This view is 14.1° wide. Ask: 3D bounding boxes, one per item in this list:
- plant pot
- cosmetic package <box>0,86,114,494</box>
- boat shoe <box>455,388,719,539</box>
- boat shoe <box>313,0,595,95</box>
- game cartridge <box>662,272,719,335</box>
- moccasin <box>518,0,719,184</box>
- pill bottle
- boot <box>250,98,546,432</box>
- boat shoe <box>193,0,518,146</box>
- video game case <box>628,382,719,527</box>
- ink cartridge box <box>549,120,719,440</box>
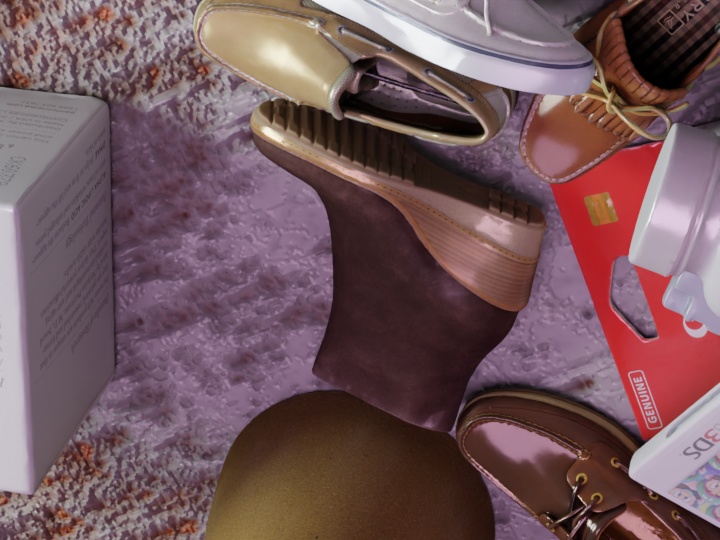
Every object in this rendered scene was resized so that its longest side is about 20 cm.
[{"bbox_3d":[-0.025,0.204,1.817,0.186,0.200,0.187,6,118,12],"label":"plant pot"},{"bbox_3d":[-0.254,0.006,1.798,0.165,0.165,0.200,8,118,12],"label":"cosmetic package"},{"bbox_3d":[0.148,0.141,1.810,0.200,0.068,0.072,30,121,-1],"label":"boat shoe"},{"bbox_3d":[0.053,-0.169,1.655,0.202,0.075,0.086,29,117,32],"label":"boat shoe"},{"bbox_3d":[0.290,0.002,1.669,0.200,0.040,0.133,23,121,-2],"label":"game cartridge"},{"bbox_3d":[0.164,-0.119,1.661,0.201,0.078,0.074,-38,98,29],"label":"moccasin"},{"bbox_3d":[0.253,-0.012,1.587,0.200,0.111,0.111,18,120,1],"label":"pill bottle"},{"bbox_3d":[0.000,0.000,1.775,0.200,0.072,0.166,25,119,-2],"label":"boot"},{"bbox_3d":[-0.008,-0.119,1.713,0.200,0.076,0.072,13,120,9],"label":"boat shoe"},{"bbox_3d":[0.287,0.127,1.737,0.200,0.024,0.182,29,144,-10],"label":"video game case"},{"bbox_3d":[0.218,0.012,1.736,0.176,0.045,0.200,-14,112,21],"label":"ink cartridge box"}]
